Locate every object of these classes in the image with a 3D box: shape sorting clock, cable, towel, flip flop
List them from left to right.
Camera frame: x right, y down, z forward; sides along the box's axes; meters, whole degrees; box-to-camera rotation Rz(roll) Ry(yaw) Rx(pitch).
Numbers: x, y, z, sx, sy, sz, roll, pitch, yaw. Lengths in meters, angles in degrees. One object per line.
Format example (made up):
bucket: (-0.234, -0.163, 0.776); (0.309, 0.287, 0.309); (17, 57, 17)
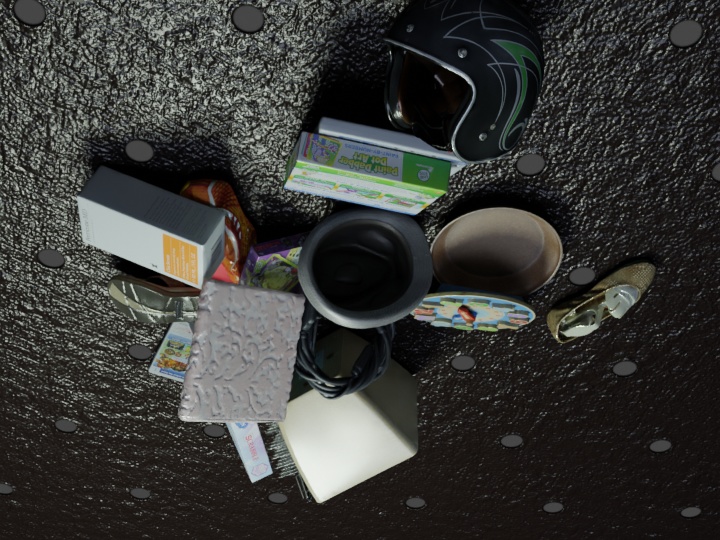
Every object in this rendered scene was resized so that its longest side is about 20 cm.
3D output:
flip flop: (-0.296, 0.038, 1.722); (0.198, 0.058, 0.082); (5, 133, -10)
towel: (-0.171, 0.120, 1.597); (0.190, 0.202, 0.032); (9, -179, -45)
cable: (-0.024, 0.102, 1.696); (0.162, 0.202, 0.051); (15, 163, -24)
shape sorting clock: (0.171, 0.066, 1.699); (0.198, 0.040, 0.200); (9, 164, 3)

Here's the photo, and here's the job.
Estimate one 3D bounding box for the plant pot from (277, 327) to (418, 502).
plant pot: (-0.036, 0.219, 1.803); (0.199, 0.200, 0.177); (-30, 115, 19)

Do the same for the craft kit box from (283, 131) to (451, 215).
craft kit box: (0.003, -0.126, 1.468); (0.198, 0.049, 0.197); (11, 175, -9)

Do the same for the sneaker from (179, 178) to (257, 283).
sneaker: (-0.205, -0.061, 1.620); (0.076, 0.073, 0.201); (7, 136, 26)

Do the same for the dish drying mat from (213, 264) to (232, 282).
dish drying mat: (-0.226, -0.008, 1.699); (0.076, 0.018, 0.200); (-20, 133, 25)

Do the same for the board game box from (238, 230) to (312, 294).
board game box: (-0.135, 0.025, 1.679); (0.119, 0.032, 0.201); (-20, 149, -37)

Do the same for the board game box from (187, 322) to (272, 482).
board game box: (-0.209, 0.204, 1.766); (0.041, 0.201, 0.201); (-22, 138, -11)

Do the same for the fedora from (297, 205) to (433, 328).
fedora: (0.000, 0.000, 1.623); (0.198, 0.179, 0.090); (-17, 174, -16)

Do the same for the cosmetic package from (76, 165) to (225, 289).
cosmetic package: (-0.295, -0.061, 1.558); (0.198, 0.072, 0.102); (21, 141, 10)

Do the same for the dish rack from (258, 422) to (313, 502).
dish rack: (-0.128, 0.295, 1.868); (0.054, 0.153, 0.202); (-19, 92, 4)

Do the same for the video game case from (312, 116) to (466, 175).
video game case: (0.031, -0.155, 1.458); (0.198, 0.022, 0.182); (10, 173, -9)

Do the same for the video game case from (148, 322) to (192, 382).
video game case: (-0.260, 0.129, 1.844); (0.142, 0.018, 0.201); (18, 134, -17)

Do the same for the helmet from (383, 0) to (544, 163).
helmet: (0.124, -0.244, 1.311); (0.197, 0.201, 0.193); (1, 119, 1)

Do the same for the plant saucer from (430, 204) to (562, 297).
plant saucer: (0.201, -0.032, 1.644); (0.198, 0.037, 0.202); (2, 137, 2)

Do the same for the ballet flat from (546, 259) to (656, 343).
ballet flat: (0.378, 0.057, 1.709); (0.070, 0.066, 0.199); (32, 129, -28)
